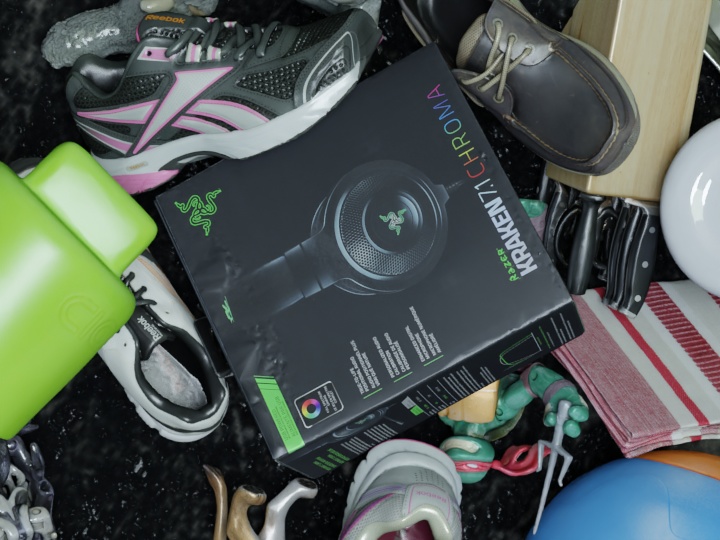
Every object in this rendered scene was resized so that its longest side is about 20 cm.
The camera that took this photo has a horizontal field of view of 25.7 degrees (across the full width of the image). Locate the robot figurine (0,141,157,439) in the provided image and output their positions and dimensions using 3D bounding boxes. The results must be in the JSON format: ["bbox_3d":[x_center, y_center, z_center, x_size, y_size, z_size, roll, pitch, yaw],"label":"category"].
[{"bbox_3d":[-0.200,0.023,0.832,0.200,0.175,0.116,-45,103,-5],"label":"robot figurine"}]

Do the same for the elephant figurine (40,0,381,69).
[{"bbox_3d":[-0.081,-0.204,0.935,0.198,0.142,0.156,9,55,-1],"label":"elephant figurine"}]

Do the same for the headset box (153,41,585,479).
[{"bbox_3d":[0.000,0.000,0.905,0.199,0.093,0.175,-28,72,5],"label":"headset box"}]

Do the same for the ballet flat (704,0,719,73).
[{"bbox_3d":[0.231,-0.182,1.046,0.069,0.069,0.200,-45,102,-14],"label":"ballet flat"}]

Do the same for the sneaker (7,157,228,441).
[{"bbox_3d":[-0.139,0.013,0.924,0.074,0.080,0.200,-41,97,-13],"label":"sneaker"}]

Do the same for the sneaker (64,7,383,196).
[{"bbox_3d":[-0.087,-0.109,0.884,0.199,0.081,0.087,-20,116,22],"label":"sneaker"}]

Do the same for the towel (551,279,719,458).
[{"bbox_3d":[0.221,0.054,1.009,0.198,0.144,0.023,-6,128,-22],"label":"towel"}]

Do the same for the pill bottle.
[{"bbox_3d":[0.269,-0.034,0.990,0.200,0.111,0.113,4,85,-61],"label":"pill bottle"}]

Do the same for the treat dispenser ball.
[{"bbox_3d":[0.188,0.210,0.949,0.199,0.201,0.203,1,87,-17],"label":"treat dispenser ball"}]

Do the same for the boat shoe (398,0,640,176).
[{"bbox_3d":[0.085,-0.124,0.950,0.073,0.200,0.075,4,122,-45],"label":"boat shoe"}]

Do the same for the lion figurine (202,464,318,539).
[{"bbox_3d":[-0.021,0.202,0.962,0.198,0.072,0.123,22,101,0],"label":"lion figurine"}]

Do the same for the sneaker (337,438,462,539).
[{"bbox_3d":[0.005,0.198,0.880,0.081,0.088,0.202,14,95,-3],"label":"sneaker"}]

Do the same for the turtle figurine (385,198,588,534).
[{"bbox_3d":[0.066,0.057,0.973,0.148,0.101,0.202,1,85,7],"label":"turtle figurine"}]

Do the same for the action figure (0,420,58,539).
[{"bbox_3d":[-0.206,0.154,0.876,0.118,0.200,0.103,-12,130,-41],"label":"action figure"}]

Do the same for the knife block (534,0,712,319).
[{"bbox_3d":[0.165,-0.079,0.976,0.063,0.200,0.177,5,57,-17],"label":"knife block"}]
